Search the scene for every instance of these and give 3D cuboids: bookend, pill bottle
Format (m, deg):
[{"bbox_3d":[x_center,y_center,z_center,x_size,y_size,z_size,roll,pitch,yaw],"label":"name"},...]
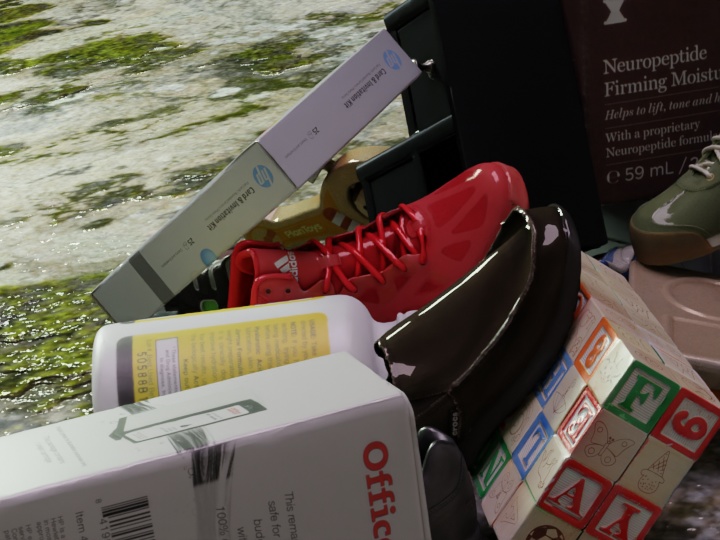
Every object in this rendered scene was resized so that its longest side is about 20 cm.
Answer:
[{"bbox_3d":[0.056,-0.090,1.380,0.091,0.202,0.198,-8,-6,-26],"label":"bookend"},{"bbox_3d":[-0.044,0.073,1.182,0.198,0.112,0.111,-8,18,1],"label":"pill bottle"}]

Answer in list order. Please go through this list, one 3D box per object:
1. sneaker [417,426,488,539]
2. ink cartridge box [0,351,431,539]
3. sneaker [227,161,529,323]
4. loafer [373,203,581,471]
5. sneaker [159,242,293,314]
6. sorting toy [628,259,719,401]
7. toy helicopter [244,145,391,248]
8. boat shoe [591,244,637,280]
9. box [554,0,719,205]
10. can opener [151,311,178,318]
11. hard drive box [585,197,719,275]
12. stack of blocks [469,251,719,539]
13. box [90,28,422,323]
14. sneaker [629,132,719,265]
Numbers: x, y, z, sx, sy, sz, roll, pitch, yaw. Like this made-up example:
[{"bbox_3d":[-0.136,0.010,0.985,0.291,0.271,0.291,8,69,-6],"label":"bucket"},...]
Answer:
[{"bbox_3d":[-0.036,0.127,1.052,0.198,0.092,0.076,-12,21,-11],"label":"sneaker"},{"bbox_3d":[-0.073,0.135,0.953,0.198,0.148,0.084,-13,17,-18],"label":"ink cartridge box"},{"bbox_3d":[0.000,0.000,1.231,0.115,0.200,0.079,26,25,-39],"label":"sneaker"},{"bbox_3d":[0.044,0.049,1.089,0.071,0.201,0.073,26,10,-21],"label":"loafer"},{"bbox_3d":[-0.059,0.007,1.449,0.198,0.076,0.115,2,18,30],"label":"sneaker"},{"bbox_3d":[0.243,0.047,1.219,0.183,0.037,0.200,11,16,4],"label":"sorting toy"},{"bbox_3d":[-0.021,-0.047,1.539,0.199,0.132,0.079,-14,42,46],"label":"toy helicopter"},{"bbox_3d":[0.133,0.032,1.310,0.072,0.073,0.200,-12,3,20],"label":"boat shoe"},{"bbox_3d":[0.183,-0.166,1.405,0.164,0.202,0.164,-10,19,-19],"label":"box"},{"bbox_3d":[-0.065,0.061,1.352,0.198,0.054,0.067,-1,52,18],"label":"can opener"},{"bbox_3d":[0.251,-0.045,1.474,0.199,0.078,0.155,-21,23,-36],"label":"hard drive box"},{"bbox_3d":[0.109,0.069,1.102,0.058,0.116,0.200,29,13,-16],"label":"stack of blocks"},{"bbox_3d":[-0.066,-0.054,1.314,0.200,0.041,0.156,-40,4,43],"label":"box"},{"bbox_3d":[0.245,-0.084,1.299,0.199,0.091,0.067,-25,25,-12],"label":"sneaker"}]
